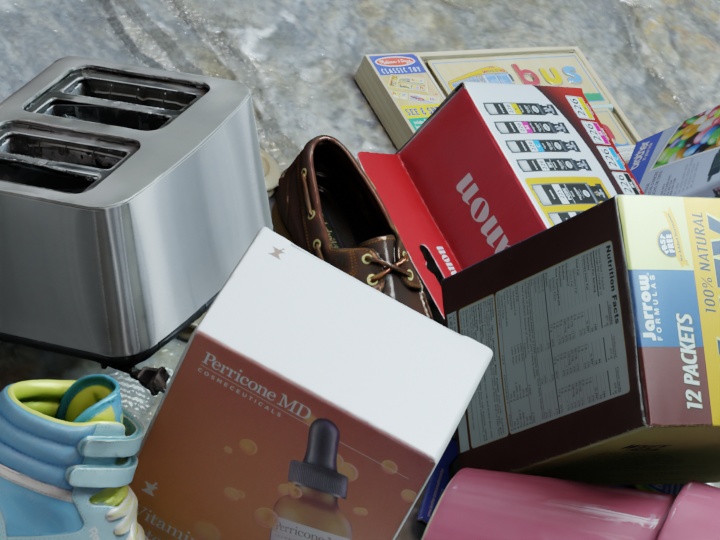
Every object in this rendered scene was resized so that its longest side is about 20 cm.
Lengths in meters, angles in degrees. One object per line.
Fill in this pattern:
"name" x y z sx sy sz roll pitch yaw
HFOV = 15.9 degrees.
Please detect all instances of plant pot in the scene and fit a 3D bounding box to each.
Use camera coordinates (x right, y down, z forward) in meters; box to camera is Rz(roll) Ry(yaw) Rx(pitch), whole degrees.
"plant pot" 0.122 0.201 1.479 0.179 0.200 0.200 19 38 14

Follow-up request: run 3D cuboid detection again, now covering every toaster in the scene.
"toaster" -0.160 -0.034 1.561 0.200 0.119 0.181 11 34 26

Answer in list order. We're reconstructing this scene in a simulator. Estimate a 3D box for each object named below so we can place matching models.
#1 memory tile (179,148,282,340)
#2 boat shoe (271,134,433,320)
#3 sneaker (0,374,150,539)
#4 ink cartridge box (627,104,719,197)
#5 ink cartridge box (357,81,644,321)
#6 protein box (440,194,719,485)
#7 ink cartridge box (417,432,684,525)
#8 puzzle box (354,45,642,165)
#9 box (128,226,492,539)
"memory tile" -0.048 -0.005 1.723 0.153 0.017 0.200 23 41 -5
"boat shoe" 0.000 0.000 1.678 0.070 0.070 0.200 -7 53 -35
"sneaker" -0.134 0.134 1.412 0.200 0.131 0.080 31 10 -24
"ink cartridge box" 0.245 -0.071 1.820 0.042 0.200 0.119 50 38 -18
"ink cartridge box" 0.117 -0.024 1.736 0.175 0.084 0.200 -3 56 -47
"protein box" 0.186 0.046 1.541 0.198 0.200 0.135 1 76 -29
"ink cartridge box" 0.142 0.153 1.631 0.200 0.042 0.119 24 40 -2
"puzzle box" 0.109 -0.111 1.914 0.200 0.025 0.133 -6 50 -33
"box" -0.041 0.104 1.468 0.152 0.200 0.106 28 40 2
